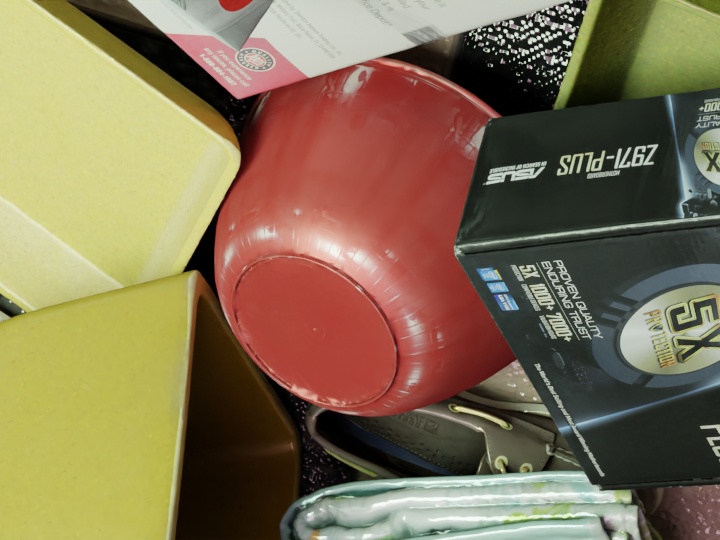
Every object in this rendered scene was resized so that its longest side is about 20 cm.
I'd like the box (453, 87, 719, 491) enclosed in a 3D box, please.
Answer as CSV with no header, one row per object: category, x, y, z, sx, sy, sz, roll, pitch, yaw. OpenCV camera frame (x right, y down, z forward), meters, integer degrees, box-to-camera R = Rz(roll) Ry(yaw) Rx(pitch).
box,0.161,0.013,1.352,0.163,0.086,0.200,-6,138,26

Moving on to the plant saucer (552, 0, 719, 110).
plant saucer,0.196,-0.067,1.360,0.199,0.048,0.200,23,149,5

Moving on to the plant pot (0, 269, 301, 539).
plant pot,-0.157,0.137,1.494,0.200,0.196,0.194,-5,147,15

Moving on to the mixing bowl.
mixing bowl,0.000,0.000,1.437,0.200,0.108,0.200,18,132,21

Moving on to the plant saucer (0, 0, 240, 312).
plant saucer,-0.165,-0.068,1.492,0.200,0.048,0.200,36,135,4

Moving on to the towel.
towel,0.076,0.167,1.525,0.200,0.048,0.171,-4,148,22

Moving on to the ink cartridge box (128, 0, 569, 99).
ink cartridge box,-0.010,-0.172,1.347,0.200,0.083,0.147,-15,147,25

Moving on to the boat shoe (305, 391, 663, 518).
boat shoe,0.066,0.103,1.528,0.200,0.060,0.072,23,123,5

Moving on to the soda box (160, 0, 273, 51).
soda box,-0.119,-0.180,1.276,0.200,0.068,0.063,35,92,30

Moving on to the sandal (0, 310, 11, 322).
sandal,-0.241,0.025,1.569,0.211,0.078,0.070,28,154,-6
